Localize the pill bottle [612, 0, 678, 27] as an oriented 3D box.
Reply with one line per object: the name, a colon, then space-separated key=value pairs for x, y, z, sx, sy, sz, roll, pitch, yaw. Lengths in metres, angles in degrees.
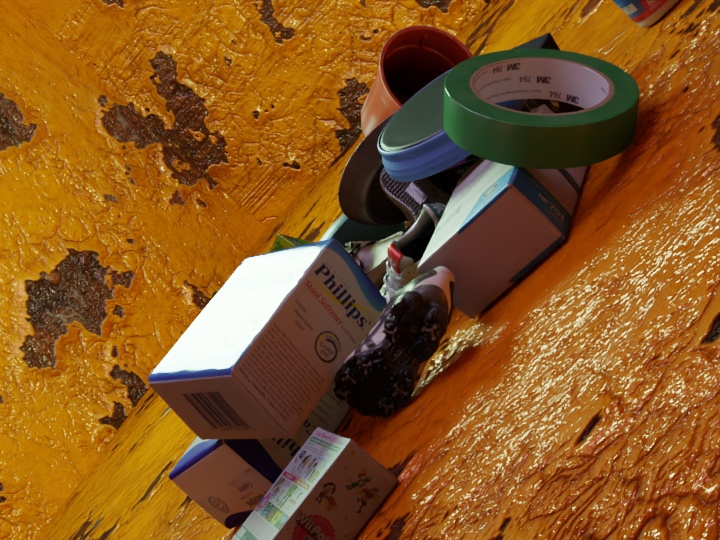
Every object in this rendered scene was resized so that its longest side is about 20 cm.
pill bottle: x=0.321 y=-0.410 z=1.727 sx=0.112 sy=0.200 sz=0.112 roll=-47 pitch=8 yaw=9

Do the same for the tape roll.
tape roll: x=0.184 y=-0.169 z=1.423 sx=0.201 sy=0.198 sz=0.049 roll=-61 pitch=-24 yaw=-56

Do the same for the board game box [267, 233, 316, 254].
board game box: x=-0.064 y=0.016 z=1.897 sx=0.199 sy=0.047 sz=0.102 roll=11 pitch=-73 yaw=-59

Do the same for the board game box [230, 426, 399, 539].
board game box: x=-0.064 y=0.245 z=1.278 sx=0.201 sy=0.064 sz=0.147 roll=-52 pitch=10 yaw=-9

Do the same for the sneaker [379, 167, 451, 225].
sneaker: x=0.097 y=-0.061 z=1.655 sx=0.070 sy=0.075 sz=0.201 roll=-44 pitch=49 yaw=14

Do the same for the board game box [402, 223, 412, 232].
board game box: x=0.078 y=-0.021 z=1.789 sx=0.152 sy=0.045 sz=0.201 roll=-43 pitch=11 yaw=37

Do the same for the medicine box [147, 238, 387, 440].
medicine box: x=-0.101 y=0.077 z=1.499 sx=0.181 sy=0.103 sz=0.201 roll=-11 pitch=36 yaw=52

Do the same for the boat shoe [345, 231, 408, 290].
boat shoe: x=0.000 y=0.000 z=1.719 sx=0.200 sy=0.068 sz=0.072 roll=-40 pitch=14 yaw=47

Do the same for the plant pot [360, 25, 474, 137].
plant pot: x=0.098 y=-0.314 z=2.562 sx=0.201 sy=0.200 sz=0.195 roll=-53 pitch=1 yaw=-29

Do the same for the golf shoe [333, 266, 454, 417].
golf shoe: x=0.043 y=0.074 z=1.410 sx=0.200 sy=0.077 sz=0.095 roll=-50 pitch=5 yaw=44

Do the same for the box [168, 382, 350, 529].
box: x=-0.108 y=0.183 z=1.645 sx=0.201 sy=0.105 sz=0.184 roll=-55 pitch=10 yaw=-34

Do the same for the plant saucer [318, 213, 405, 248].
plant saucer: x=-0.014 y=-0.009 z=1.873 sx=0.200 sy=0.027 sz=0.201 roll=-38 pitch=-34 yaw=-32

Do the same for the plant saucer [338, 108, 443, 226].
plant saucer: x=0.062 y=-0.128 z=1.767 sx=0.199 sy=0.035 sz=0.201 roll=-29 pitch=-32 yaw=-19

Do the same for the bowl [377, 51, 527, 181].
bowl: x=0.105 y=-0.181 z=1.599 sx=0.200 sy=0.039 sz=0.201 roll=-32 pitch=22 yaw=14

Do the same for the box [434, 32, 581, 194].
box: x=0.177 y=-0.177 z=1.681 sx=0.122 sy=0.106 sz=0.201 roll=-16 pitch=29 yaw=43

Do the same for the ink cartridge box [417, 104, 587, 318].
ink cartridge box: x=0.153 y=-0.065 z=1.452 sx=0.146 sy=0.086 sz=0.200 roll=-43 pitch=9 yaw=33

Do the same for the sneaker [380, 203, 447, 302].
sneaker: x=0.046 y=0.007 z=1.556 sx=0.201 sy=0.093 sz=0.070 roll=-54 pitch=52 yaw=12
